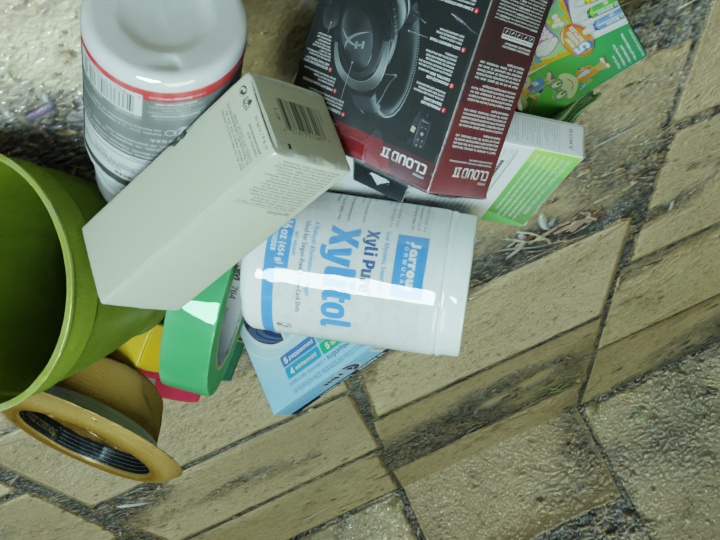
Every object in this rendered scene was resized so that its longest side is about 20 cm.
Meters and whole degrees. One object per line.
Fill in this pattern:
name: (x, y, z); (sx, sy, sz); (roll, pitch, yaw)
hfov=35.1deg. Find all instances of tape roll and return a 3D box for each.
tape roll: (-0.134, 0.014, 1.065); (0.048, 0.202, 0.201); (14, 155, 2)

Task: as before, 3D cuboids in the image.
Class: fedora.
fedora: (-0.253, 0.134, 1.102); (0.198, 0.083, 0.201); (18, 155, 8)

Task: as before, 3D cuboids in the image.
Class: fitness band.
fitness band: (-0.262, 0.105, 1.245); (0.143, 0.038, 0.199); (12, 173, 44)

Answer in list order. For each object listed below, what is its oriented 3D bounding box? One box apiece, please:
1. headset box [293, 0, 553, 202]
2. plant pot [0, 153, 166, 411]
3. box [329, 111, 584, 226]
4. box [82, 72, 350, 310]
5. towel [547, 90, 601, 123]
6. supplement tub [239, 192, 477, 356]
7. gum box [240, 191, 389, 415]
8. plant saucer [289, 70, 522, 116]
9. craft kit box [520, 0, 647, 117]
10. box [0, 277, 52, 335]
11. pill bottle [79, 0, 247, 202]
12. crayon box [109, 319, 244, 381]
headset box: (0.038, -0.151, 0.796); (0.077, 0.148, 0.202); (0, 112, -50)
plant pot: (-0.254, 0.002, 0.948); (0.200, 0.202, 0.192); (-35, 168, 24)
box: (0.075, -0.097, 0.985); (0.197, 0.037, 0.145); (11, 156, -10)
box: (-0.106, -0.050, 0.809); (0.199, 0.069, 0.082); (-35, 154, 31)
towel: (0.132, -0.115, 1.137); (0.199, 0.024, 0.153); (-21, -162, 48)
supplement tub: (0.000, 0.000, 1.022); (0.197, 0.134, 0.132); (7, 159, 6)
gum box: (-0.056, 0.017, 1.156); (0.169, 0.202, 0.044); (-35, 157, 27)
plant saucer: (0.037, -0.149, 0.961); (0.198, 0.037, 0.201); (4, 157, 2)
craft kit box: (0.132, -0.202, 1.007); (0.196, 0.049, 0.200); (-29, 145, 19)
box: (-0.392, 0.057, 1.004); (0.140, 0.080, 0.199); (-22, 164, 36)
pill bottle: (-0.148, -0.126, 0.841); (0.113, 0.115, 0.200); (-17, 158, -20)
crayon box: (-0.226, 0.063, 1.180); (0.199, 0.125, 0.052); (21, 92, -61)
